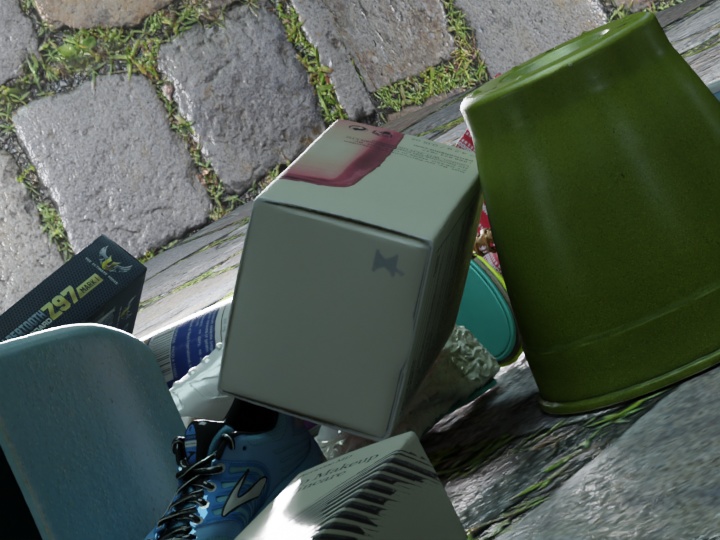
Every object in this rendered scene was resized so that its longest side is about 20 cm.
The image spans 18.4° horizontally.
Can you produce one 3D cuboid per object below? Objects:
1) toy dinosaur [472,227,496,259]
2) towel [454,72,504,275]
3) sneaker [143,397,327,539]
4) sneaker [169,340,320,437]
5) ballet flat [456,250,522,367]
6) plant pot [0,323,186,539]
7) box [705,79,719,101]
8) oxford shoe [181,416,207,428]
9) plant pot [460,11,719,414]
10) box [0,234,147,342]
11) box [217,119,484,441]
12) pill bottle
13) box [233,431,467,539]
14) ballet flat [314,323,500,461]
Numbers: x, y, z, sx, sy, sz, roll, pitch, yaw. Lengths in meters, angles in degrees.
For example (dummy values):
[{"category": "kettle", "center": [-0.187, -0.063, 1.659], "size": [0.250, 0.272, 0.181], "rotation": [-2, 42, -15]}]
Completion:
[{"category": "toy dinosaur", "center": [0.168, -0.055, 1.490], "size": [0.199, 0.102, 0.136], "rotation": [1, -10, 8]}, {"category": "towel", "center": [0.083, -0.040, 1.662], "size": [0.200, 0.022, 0.145], "rotation": [-56, 33, 17]}, {"category": "sneaker", "center": [-0.094, 0.132, 1.281], "size": [0.078, 0.090, 0.200], "rotation": [-3, 29, 30]}, {"category": "sneaker", "center": [-0.091, 0.085, 1.571], "size": [0.199, 0.100, 0.075], "rotation": [-13, -21, -7]}, {"category": "ballet flat", "center": [0.060, 0.004, 1.591], "size": [0.200, 0.067, 0.067], "rotation": [34, 20, 35]}, {"category": "plant pot", "center": [-0.206, 0.139, 1.385], "size": [0.196, 0.197, 0.200], "rotation": [-22, 3, 34]}, {"category": "box", "center": [0.198, -0.064, 1.661], "size": [0.112, 0.102, 0.200], "rotation": [-23, 3, -37]}, {"category": "oxford shoe", "center": [-0.167, 0.168, 1.528], "size": [0.200, 0.071, 0.071], "rotation": [-33, 39, 43]}, {"category": "plant pot", "center": [0.157, -0.045, 1.343], "size": [0.200, 0.193, 0.200], "rotation": [-26, 7, 3]}, {"category": "box", "center": [-0.239, 0.086, 1.663], "size": [0.158, 0.051, 0.200], "rotation": [-42, -18, -36]}, {"category": "box", "center": [0.000, 0.000, 1.344], "size": [0.109, 0.128, 0.200], "rotation": [16, 19, 9]}, {"category": "pill bottle", "center": [-0.071, 0.069, 1.675], "size": [0.200, 0.111, 0.111], "rotation": [-23, 8, 27]}, {"category": "box", "center": [-0.024, 0.153, 1.069], "size": [0.082, 0.069, 0.200], "rotation": [-23, 8, 25]}, {"category": "ballet flat", "center": [0.015, 0.087, 1.426], "size": [0.072, 0.072, 0.200], "rotation": [-20, 10, 41]}]
